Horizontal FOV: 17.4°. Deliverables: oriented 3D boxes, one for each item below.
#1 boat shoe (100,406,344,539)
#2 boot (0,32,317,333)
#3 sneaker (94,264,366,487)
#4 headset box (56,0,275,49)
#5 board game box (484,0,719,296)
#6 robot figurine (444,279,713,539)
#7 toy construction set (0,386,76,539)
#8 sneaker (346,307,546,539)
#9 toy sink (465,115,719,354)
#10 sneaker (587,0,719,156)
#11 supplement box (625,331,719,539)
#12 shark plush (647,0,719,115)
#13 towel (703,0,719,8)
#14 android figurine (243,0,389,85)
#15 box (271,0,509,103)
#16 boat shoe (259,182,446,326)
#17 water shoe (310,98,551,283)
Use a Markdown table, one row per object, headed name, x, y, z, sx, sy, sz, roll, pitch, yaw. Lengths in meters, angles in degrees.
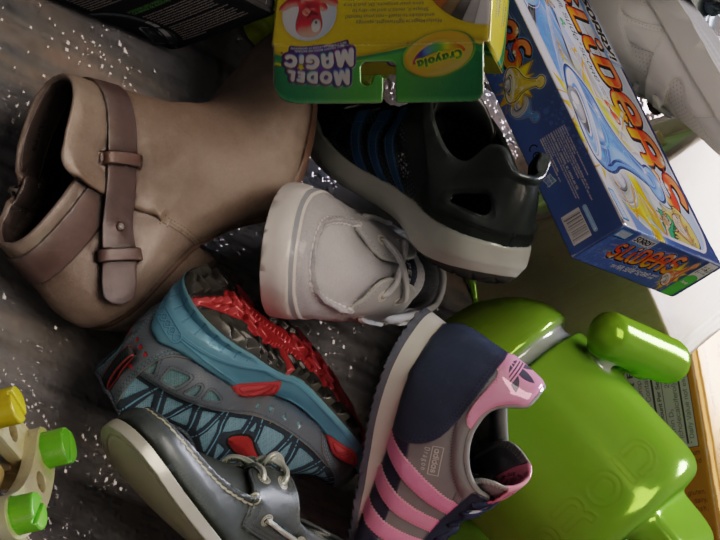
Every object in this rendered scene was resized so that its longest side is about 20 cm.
| name | x | y | z | sx | sy | sz | roll | pitch | yaw |
| --- | --- | --- | --- | --- | --- | --- | --- | --- | --- |
| boat shoe | -0.062 | 0.114 | 1.170 | 0.062 | 0.073 | 0.200 | -47 | 138 | -11 |
| boot | -0.103 | -0.061 | 1.198 | 0.146 | 0.070 | 0.200 | 33 | 65 | -42 |
| sneaker | -0.068 | 0.068 | 1.217 | 0.200 | 0.096 | 0.079 | 43 | 13 | -51 |
| headset box | -0.137 | -0.231 | 1.197 | 0.200 | 0.093 | 0.174 | 20 | 68 | -39 |
| board game box | 0.113 | -0.088 | 1.260 | 0.135 | 0.034 | 0.200 | 17 | 45 | -59 |
| robot figurine | 0.104 | 0.099 | 1.303 | 0.200 | 0.175 | 0.116 | 47 | 23 | 11 |
| toy construction set | -0.148 | 0.143 | 1.109 | 0.200 | 0.092 | 0.131 | 48 | 26 | -34 |
| sneaker | 0.044 | 0.116 | 1.234 | 0.070 | 0.082 | 0.200 | -50 | 156 | -44 |
| toy sink | 0.174 | -0.026 | 1.423 | 0.200 | 0.130 | 0.112 | -33 | 103 | -42 |
| sneaker | 0.147 | -0.117 | 1.369 | 0.200 | 0.116 | 0.074 | 58 | 15 | 23 |
| supplement box | 0.213 | 0.125 | 1.471 | 0.067 | 0.069 | 0.200 | -1 | 83 | -45 |
| shark plush | 0.211 | -0.172 | 1.525 | 0.091 | 0.083 | 0.200 | 32 | 60 | -35 |
| towel | 0.172 | -0.249 | 1.375 | 0.193 | 0.035 | 0.200 | 6 | 61 | -61 |
| android figurine | -0.009 | -0.184 | 1.348 | 0.182 | 0.041 | 0.200 | 49 | 49 | -25 |
| box | 0.021 | -0.175 | 1.215 | 0.048 | 0.117 | 0.200 | 52 | 42 | -65 |
| boat shoe | 0.000 | 0.000 | 1.232 | 0.200 | 0.068 | 0.072 | 37 | 60 | -72 |
| water shoe | 0.039 | -0.064 | 1.232 | 0.071 | 0.200 | 0.079 | 10 | 110 | -35 |
